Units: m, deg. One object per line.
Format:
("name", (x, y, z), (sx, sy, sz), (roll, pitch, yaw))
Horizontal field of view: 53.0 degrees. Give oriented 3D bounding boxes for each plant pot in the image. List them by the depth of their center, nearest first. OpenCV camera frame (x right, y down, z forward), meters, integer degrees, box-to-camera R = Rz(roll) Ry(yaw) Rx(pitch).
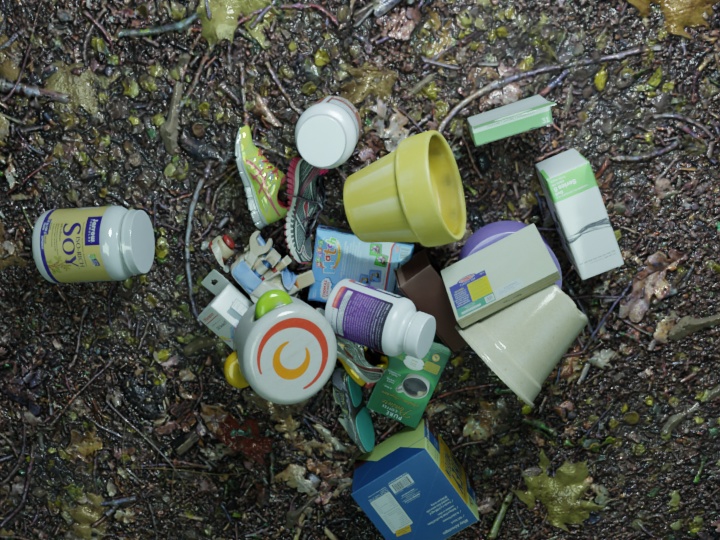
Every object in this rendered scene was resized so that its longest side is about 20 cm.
("plant pot", (0.303, 0.109, 1.311), (0.200, 0.201, 0.184), (43, 96, -10))
("plant pot", (0.077, -0.134, 1.332), (0.185, 0.201, 0.205), (-13, 108, 24))

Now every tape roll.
("tape roll", (0.288, 0.011, 1.412), (0.195, 0.085, 0.205), (1, 108, 3))

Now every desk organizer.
("desk organizer", (0.154, 0.062, 1.423), (0.076, 0.072, 0.201), (-34, 116, 13))

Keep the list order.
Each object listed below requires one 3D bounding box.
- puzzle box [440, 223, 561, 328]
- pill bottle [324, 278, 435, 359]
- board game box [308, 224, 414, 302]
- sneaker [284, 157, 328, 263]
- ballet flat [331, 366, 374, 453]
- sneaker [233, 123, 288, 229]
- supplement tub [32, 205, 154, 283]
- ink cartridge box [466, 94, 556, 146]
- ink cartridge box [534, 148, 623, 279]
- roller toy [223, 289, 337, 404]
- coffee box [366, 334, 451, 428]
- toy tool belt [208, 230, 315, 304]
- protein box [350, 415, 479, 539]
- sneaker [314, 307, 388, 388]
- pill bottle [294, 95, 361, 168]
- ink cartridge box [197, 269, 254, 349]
("puzzle box", (0.248, 0.008, 1.303), (0.197, 0.135, 0.026), (-27, 131, 14))
("pill bottle", (0.039, 0.096, 1.369), (0.197, 0.111, 0.114), (18, 112, 27))
("board game box", (0.000, 0.000, 1.455), (0.195, 0.037, 0.155), (9, 109, 1))
("sneaker", (-0.104, -0.113, 1.392), (0.073, 0.081, 0.205), (4, 102, 10))
("ballet flat", (-0.020, 0.295, 1.548), (0.070, 0.072, 0.205), (-11, 107, 8))
("sneaker", (-0.188, -0.187, 1.396), (0.088, 0.078, 0.204), (-14, 112, 0))
("supplement tub", (-0.522, -0.051, 1.423), (0.195, 0.146, 0.149), (-3, 108, 6))
("ink cartridge box", (0.263, -0.259, 1.262), (0.142, 0.201, 0.049), (-16, 107, 10))
("ink cartridge box", (0.401, -0.105, 1.331), (0.082, 0.146, 0.203), (-21, 105, 11))
("roller toy", (-0.145, 0.147, 1.355), (0.180, 0.139, 0.204), (24, 89, -23))
("coffee box", (0.101, 0.220, 1.516), (0.121, 0.044, 0.204), (21, 108, -2))
("toy tool belt", (-0.191, -0.017, 1.425), (0.122, 0.125, 0.201), (-40, 104, 3))
("protein box", (0.116, 0.468, 1.548), (0.197, 0.135, 0.201), (-34, 103, 14))
("sneaker", (-0.021, 0.145, 1.476), (0.200, 0.078, 0.082), (43, 121, -10))
("pill bottle", (-0.058, -0.246, 1.292), (0.109, 0.201, 0.115), (1, 109, 4))
("ink cartridge box", (-0.255, 0.100, 1.463), (0.200, 0.068, 0.117), (43, 151, -9))
